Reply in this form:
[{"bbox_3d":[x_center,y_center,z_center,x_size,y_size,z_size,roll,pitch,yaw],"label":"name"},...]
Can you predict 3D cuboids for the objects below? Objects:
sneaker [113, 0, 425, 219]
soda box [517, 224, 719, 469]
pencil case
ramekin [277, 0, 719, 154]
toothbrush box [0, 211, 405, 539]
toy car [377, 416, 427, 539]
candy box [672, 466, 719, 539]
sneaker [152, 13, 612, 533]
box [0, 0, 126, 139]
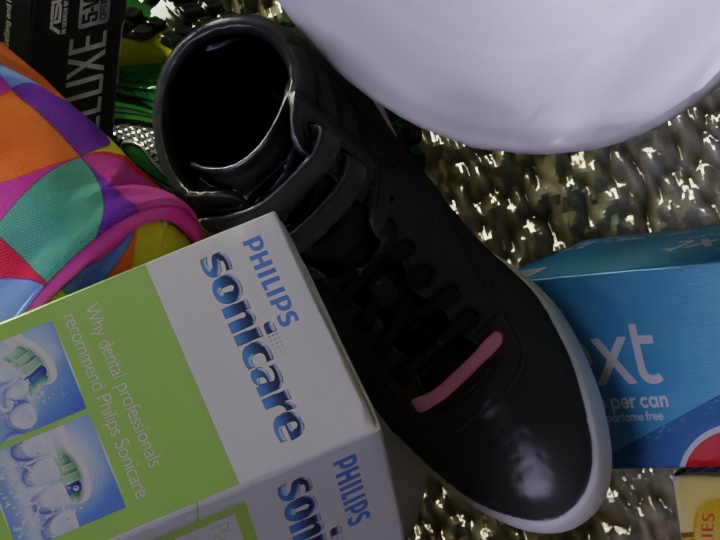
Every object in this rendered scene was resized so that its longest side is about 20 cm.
[{"bbox_3d":[-0.049,-0.050,0.945,0.200,0.078,0.086,34,132,41],"label":"sneaker"},{"bbox_3d":[0.133,0.021,0.799,0.199,0.064,0.068,-6,101,44],"label":"soda box"},{"bbox_3d":[-0.138,-0.039,0.802,0.200,0.088,0.089,39,128,28],"label":"pencil case"},{"bbox_3d":[0.061,-0.145,0.764,0.201,0.094,0.204,11,114,26],"label":"ramekin"},{"bbox_3d":[-0.091,0.087,0.752,0.146,0.199,0.086,80,165,-57],"label":"toothbrush box"},{"bbox_3d":[-0.041,0.096,0.898,0.176,0.184,0.201,-5,86,4],"label":"toy car"},{"bbox_3d":[0.198,0.115,0.780,0.199,0.056,0.117,1,106,44],"label":"candy box"},{"bbox_3d":[0.000,0.000,0.794,0.071,0.099,0.200,-40,71,16],"label":"sneaker"},{"bbox_3d":[-0.153,-0.083,0.896,0.157,0.050,0.201,28,122,34],"label":"box"}]
